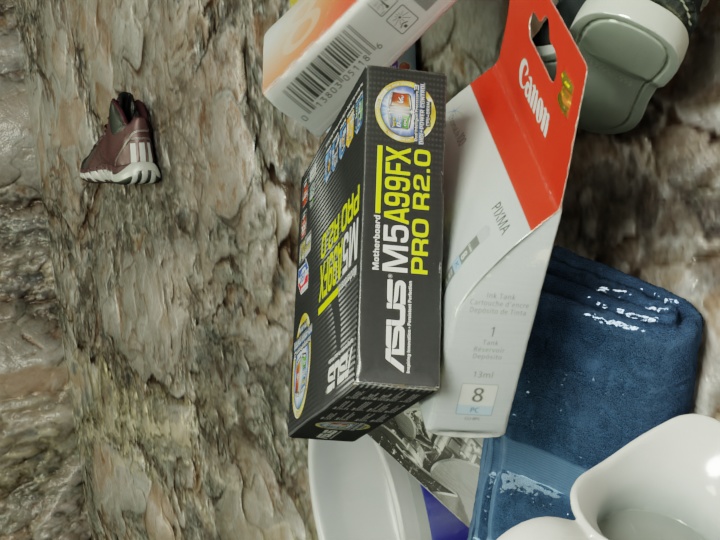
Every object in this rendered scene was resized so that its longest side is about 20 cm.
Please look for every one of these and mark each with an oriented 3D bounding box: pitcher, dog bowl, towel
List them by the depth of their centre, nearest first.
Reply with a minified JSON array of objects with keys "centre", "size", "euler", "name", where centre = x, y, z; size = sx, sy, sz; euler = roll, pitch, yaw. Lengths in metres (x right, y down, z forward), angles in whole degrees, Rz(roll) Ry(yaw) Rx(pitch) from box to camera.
[{"centre":[0.118,0.187,0.739],"size":[0.121,0.169,0.202],"euler":[51,143,46],"name":"pitcher"},{"centre":[0.120,0.094,0.809],"size":[0.110,0.048,0.202],"euler":[20,124,23],"name":"towel"},{"centre":[0.029,0.181,1.107],"size":[0.200,0.078,0.203],"euler":[171,90,-69],"name":"dog bowl"}]

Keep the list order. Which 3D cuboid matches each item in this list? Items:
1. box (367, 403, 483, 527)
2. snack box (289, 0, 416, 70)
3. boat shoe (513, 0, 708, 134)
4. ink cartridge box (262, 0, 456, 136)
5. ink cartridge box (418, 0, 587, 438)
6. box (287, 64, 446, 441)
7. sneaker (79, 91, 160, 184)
[{"centre":[0.062,0.057,0.931],"size":[0.158,0.048,0.202],"euler":[41,140,28],"name":"box"},{"centre":[-0.009,-0.204,1.085],"size":[0.142,0.052,0.203],"euler":[-150,54,-63],"name":"snack box"},{"centre":[0.129,-0.120,0.743],"size":[0.061,0.075,0.200],"euler":[-62,8,-8],"name":"boat shoe"},{"centre":[0.009,-0.193,0.857],"size":[0.162,0.050,0.201],"euler":[-42,31,24],"name":"ink cartridge box"},{"centre":[0.057,-0.044,0.741],"size":[0.161,0.047,0.202],"euler":[-102,18,-57],"name":"ink cartridge box"},{"centre":[0.000,0.000,0.795],"size":[0.200,0.044,0.163],"euler":[132,142,-72],"name":"box"},{"centre":[-0.311,-0.173,1.905],"size":[0.199,0.075,0.117],"euler":[8,101,58],"name":"sneaker"}]
